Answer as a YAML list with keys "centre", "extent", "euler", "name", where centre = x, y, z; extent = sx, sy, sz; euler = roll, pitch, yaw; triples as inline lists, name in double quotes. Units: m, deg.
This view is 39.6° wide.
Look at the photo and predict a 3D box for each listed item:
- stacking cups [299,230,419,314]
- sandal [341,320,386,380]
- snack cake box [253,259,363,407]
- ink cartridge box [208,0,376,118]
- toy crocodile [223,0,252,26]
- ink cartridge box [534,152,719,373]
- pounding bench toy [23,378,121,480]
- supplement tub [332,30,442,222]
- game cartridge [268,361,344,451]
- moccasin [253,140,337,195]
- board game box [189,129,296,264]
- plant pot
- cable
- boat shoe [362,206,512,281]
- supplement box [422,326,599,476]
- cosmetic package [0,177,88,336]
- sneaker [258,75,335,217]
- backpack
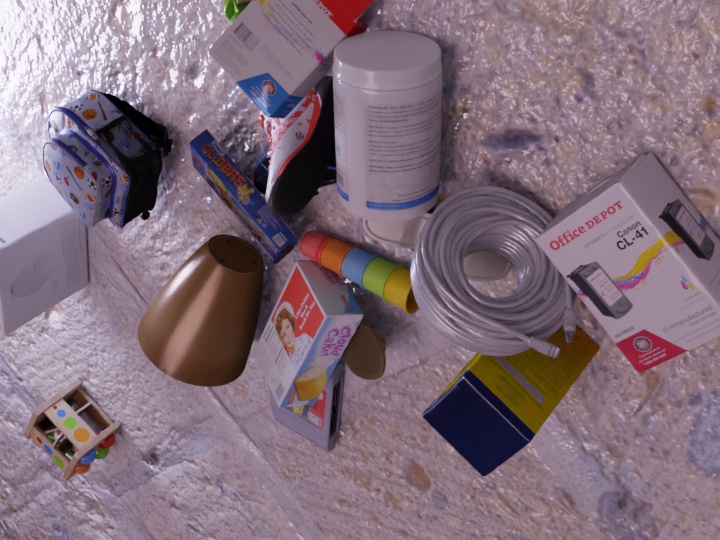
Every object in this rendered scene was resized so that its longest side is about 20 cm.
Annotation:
- centre: [0.000, 0.000, 1.413]
  extent: [0.199, 0.060, 0.061]
  euler: [23, 131, 30]
  name: "stacking cups"
- centre: [0.002, 0.105, 1.487]
  extent: [0.211, 0.069, 0.078]
  euler: [21, 104, 54]
  name: "sandal"
- centre: [-0.081, 0.095, 1.487]
  extent: [0.115, 0.067, 0.200]
  euler: [61, 137, 37]
  name: "snack cake box"
- centre: [-0.075, -0.297, 1.224]
  extent: [0.200, 0.067, 0.116]
  euler: [-44, 86, 14]
  name: "ink cartridge box"
- centre: [-0.146, -0.363, 1.287]
  extent: [0.068, 0.061, 0.201]
  euler: [-115, 19, -52]
  name: "toy crocodile"
- centre: [0.316, -0.005, 1.114]
  extent: [0.200, 0.086, 0.148]
  euler: [50, 138, -1]
  name: "ink cartridge box"
- centre: [-0.625, 0.366, 2.161]
  extent: [0.156, 0.124, 0.200]
  euler: [45, 138, 6]
  name: "pounding bench toy"
- centre: [0.033, -0.172, 1.208]
  extent: [0.132, 0.132, 0.201]
  euler: [22, 130, 28]
  name: "supplement tub"
- centre: [-0.092, 0.198, 1.648]
  extent: [0.133, 0.041, 0.201]
  euler: [29, 134, 28]
  name: "game cartridge"
- centre: [-0.082, -0.133, 1.361]
  extent: [0.200, 0.080, 0.068]
  euler: [-19, 60, 48]
  name: "moccasin"
- centre: [-0.173, -0.104, 1.459]
  extent: [0.200, 0.034, 0.135]
  euler: [50, 169, 0]
  name: "board game box"
- centre: [-0.231, 0.047, 1.580]
  extent: [0.186, 0.186, 0.200]
  euler: [38, 121, 14]
  name: "plant pot"
- centre: [0.158, 0.001, 1.178]
  extent: [0.199, 0.201, 0.069]
  euler: [15, 155, -3]
  name: "cable"
- centre: [0.101, -0.043, 1.289]
  extent: [0.199, 0.060, 0.074]
  euler: [17, 108, 6]
  name: "boat shoe"
- centre: [0.187, 0.137, 1.237]
  extent: [0.110, 0.200, 0.109]
  euler: [44, 137, 6]
  name: "supplement box"
- centre: [-0.612, -0.028, 1.818]
  extent: [0.123, 0.200, 0.200]
  euler: [32, 135, 23]
  name: "cosmetic package"
- centre: [-0.094, -0.162, 1.298]
  extent: [0.108, 0.202, 0.067]
  euler: [10, 161, 42]
  name: "sneaker"
- centre: [-0.413, -0.178, 1.578]
  extent: [0.191, 0.154, 0.200]
  euler: [50, 143, 15]
  name: "backpack"
